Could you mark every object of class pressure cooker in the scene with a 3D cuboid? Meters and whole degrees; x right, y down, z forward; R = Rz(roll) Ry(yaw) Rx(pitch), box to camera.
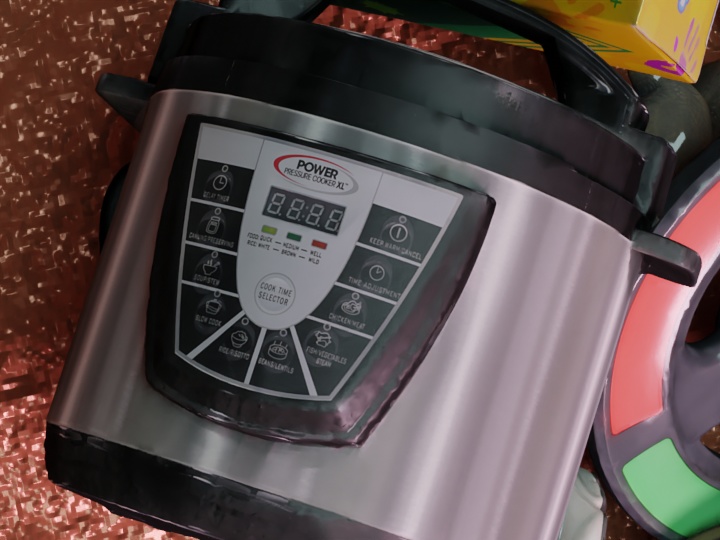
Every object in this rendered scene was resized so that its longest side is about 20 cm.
[{"bbox_3d":[0.000,0.000,0.853,0.175,0.178,0.201,23,83,-33],"label":"pressure cooker"}]

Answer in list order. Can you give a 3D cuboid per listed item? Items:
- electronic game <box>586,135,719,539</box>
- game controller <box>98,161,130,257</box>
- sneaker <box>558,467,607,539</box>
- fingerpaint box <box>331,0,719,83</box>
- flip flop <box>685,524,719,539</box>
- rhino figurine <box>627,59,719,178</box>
[{"bbox_3d":[0.171,0.021,0.986,0.199,0.042,0.201,-14,123,-22],"label":"electronic game"},{"bbox_3d":[0.001,0.007,0.963,0.198,0.042,0.105,-1,92,-20],"label":"game controller"},{"bbox_3d":[0.031,0.161,0.971,0.084,0.077,0.202,15,81,0],"label":"sneaker"},{"bbox_3d":[0.062,-0.185,0.914,0.073,0.166,0.202,26,81,-62],"label":"fingerpaint box"},{"bbox_3d":[0.180,0.109,0.989,0.199,0.058,0.081,-32,133,-1],"label":"flip flop"},{"bbox_3d":[0.169,-0.067,1.010,0.199,0.060,0.088,-11,90,-25],"label":"rhino figurine"}]
